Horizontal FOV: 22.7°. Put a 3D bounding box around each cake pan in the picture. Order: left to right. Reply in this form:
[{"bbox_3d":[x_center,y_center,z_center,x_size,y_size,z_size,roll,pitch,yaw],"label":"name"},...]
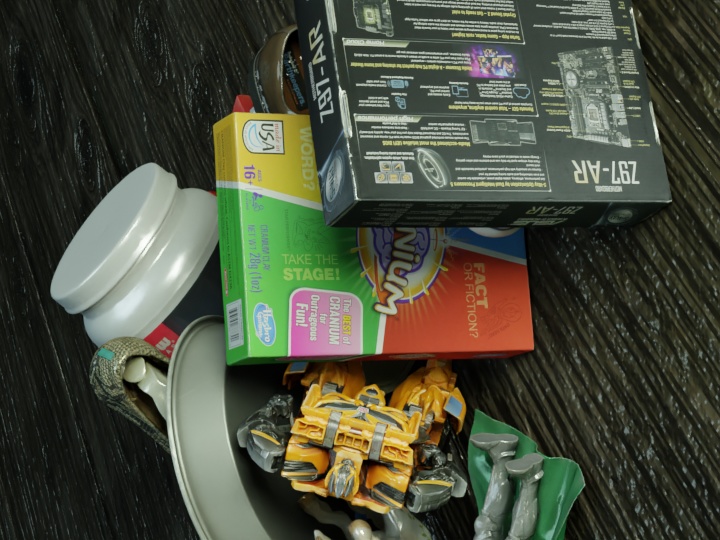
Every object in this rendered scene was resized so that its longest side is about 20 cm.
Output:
[{"bbox_3d":[-0.060,0.121,1.191,0.037,0.200,0.201,-19,67,22],"label":"cake pan"}]

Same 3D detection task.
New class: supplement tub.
[{"bbox_3d":[-0.114,0.029,1.331,0.140,0.200,0.141,-42,22,22],"label":"supplement tub"}]

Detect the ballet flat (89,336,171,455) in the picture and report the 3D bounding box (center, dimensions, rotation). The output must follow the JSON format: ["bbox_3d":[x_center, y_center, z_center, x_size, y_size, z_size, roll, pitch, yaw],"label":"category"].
[{"bbox_3d":[-0.102,0.117,1.255,0.068,0.200,0.075,-55,18,-11],"label":"ballet flat"}]

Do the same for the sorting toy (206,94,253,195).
[{"bbox_3d":[-0.075,-0.034,1.480,0.200,0.069,0.199,-116,35,-44],"label":"sorting toy"}]

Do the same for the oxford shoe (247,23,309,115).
[{"bbox_3d":[-0.018,-0.076,1.232,0.201,0.072,0.084,63,159,5],"label":"oxford shoe"}]

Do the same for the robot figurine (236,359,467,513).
[{"bbox_3d":[0.003,0.094,1.138,0.200,0.144,0.059,-61,-15,-75],"label":"robot figurine"}]

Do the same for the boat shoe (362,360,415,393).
[{"bbox_3d":[0.000,0.000,1.303,0.068,0.074,0.201,-25,56,47],"label":"boat shoe"}]

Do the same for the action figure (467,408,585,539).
[{"bbox_3d":[0.088,0.204,1.150,0.118,0.054,0.201,36,127,57],"label":"action figure"}]

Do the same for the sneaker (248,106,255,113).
[{"bbox_3d":[-0.025,-0.141,1.339,0.200,0.078,0.091,-41,4,25],"label":"sneaker"}]

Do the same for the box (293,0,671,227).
[{"bbox_3d":[0.068,-0.106,1.008,0.044,0.199,0.161,141,124,-60],"label":"box"}]

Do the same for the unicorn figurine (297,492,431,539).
[{"bbox_3d":[0.017,0.202,1.144,0.074,0.138,0.200,-27,26,28],"label":"unicorn figurine"}]

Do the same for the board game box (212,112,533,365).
[{"bbox_3d":[0.009,-0.020,1.138,0.040,0.199,0.154,159,108,-63],"label":"board game box"}]

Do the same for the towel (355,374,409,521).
[{"bbox_3d":[-0.013,0.154,1.350,0.200,0.048,0.112,122,157,-46],"label":"towel"}]

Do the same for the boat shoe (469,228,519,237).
[{"bbox_3d":[0.088,-0.123,1.127,0.070,0.071,0.201,152,121,-66],"label":"boat shoe"}]
